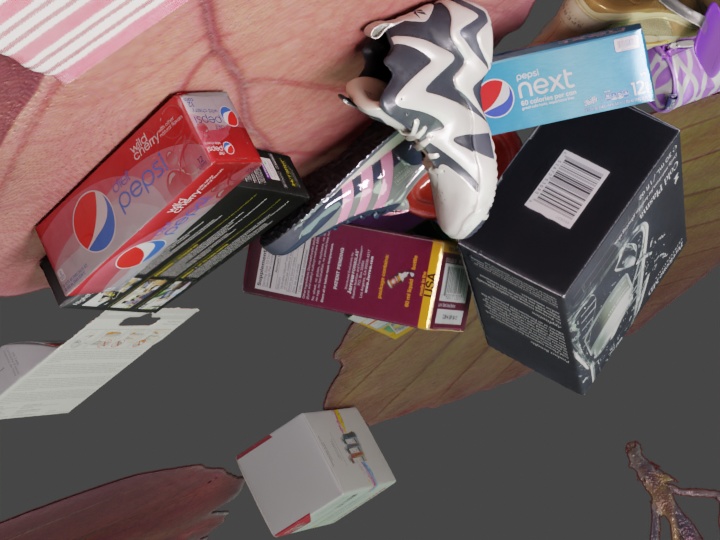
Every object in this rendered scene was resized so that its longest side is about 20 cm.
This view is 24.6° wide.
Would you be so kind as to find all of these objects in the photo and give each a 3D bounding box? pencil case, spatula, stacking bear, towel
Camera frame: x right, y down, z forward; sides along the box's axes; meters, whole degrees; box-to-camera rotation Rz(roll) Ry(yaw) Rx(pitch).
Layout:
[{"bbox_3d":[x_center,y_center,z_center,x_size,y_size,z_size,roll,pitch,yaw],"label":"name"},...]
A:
[{"bbox_3d":[0.376,-0.236,1.745,0.199,0.084,0.086,-24,142,-24],"label":"pencil case"},{"bbox_3d":[0.275,-0.239,1.462,0.199,0.057,0.020,34,163,-35],"label":"spatula"},{"bbox_3d":[0.128,-0.068,1.630,0.123,0.113,0.200,-70,157,-14],"label":"stacking bear"},{"bbox_3d":[-0.175,-0.183,1.001,0.146,0.030,0.200,-32,162,12],"label":"towel"}]

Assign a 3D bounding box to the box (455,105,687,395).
[{"bbox_3d":[0.202,-0.028,1.537,0.201,0.123,0.197,-53,154,-17],"label":"box"}]

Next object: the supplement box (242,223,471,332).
[{"bbox_3d":[0.000,0.000,1.599,0.198,0.087,0.110,11,-179,22],"label":"supplement box"}]

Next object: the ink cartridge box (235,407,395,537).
[{"bbox_3d":[-0.068,0.315,2.604,0.145,0.146,0.200,-35,164,20],"label":"ink cartridge box"}]

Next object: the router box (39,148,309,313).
[{"bbox_3d":[-0.161,-0.035,1.456,0.199,0.051,0.149,-35,162,21],"label":"router box"}]

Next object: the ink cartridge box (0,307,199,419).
[{"bbox_3d":[-0.279,0.076,1.631,0.200,0.050,0.161,-39,162,21],"label":"ink cartridge box"}]

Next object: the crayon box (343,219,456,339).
[{"bbox_3d":[0.053,0.012,1.758,0.125,0.052,0.200,-31,164,8],"label":"crayon box"}]

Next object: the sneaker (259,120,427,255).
[{"bbox_3d":[0.001,-0.066,1.513,0.199,0.082,0.070,-39,-154,1],"label":"sneaker"}]

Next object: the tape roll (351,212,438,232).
[{"bbox_3d":[0.046,-0.046,1.783,0.199,0.066,0.200,-28,166,-7],"label":"tape roll"}]

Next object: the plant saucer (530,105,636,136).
[{"bbox_3d":[0.240,-0.114,1.766,0.199,0.032,0.202,-30,135,-35],"label":"plant saucer"}]

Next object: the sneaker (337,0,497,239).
[{"bbox_3d":[0.041,-0.119,1.361,0.128,0.079,0.201,-9,114,-23],"label":"sneaker"}]

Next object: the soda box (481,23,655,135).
[{"bbox_3d":[0.153,-0.162,1.442,0.198,0.065,0.068,-11,-168,11],"label":"soda box"}]

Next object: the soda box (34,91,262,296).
[{"bbox_3d":[-0.172,-0.059,1.324,0.200,0.070,0.063,-39,161,33],"label":"soda box"}]

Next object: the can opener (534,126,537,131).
[{"bbox_3d":[0.188,-0.083,1.787,0.201,0.066,0.053,-62,-178,-2],"label":"can opener"}]

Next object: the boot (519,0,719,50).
[{"bbox_3d":[0.235,-0.213,1.547,0.199,0.073,0.156,-8,153,-41],"label":"boot"}]
